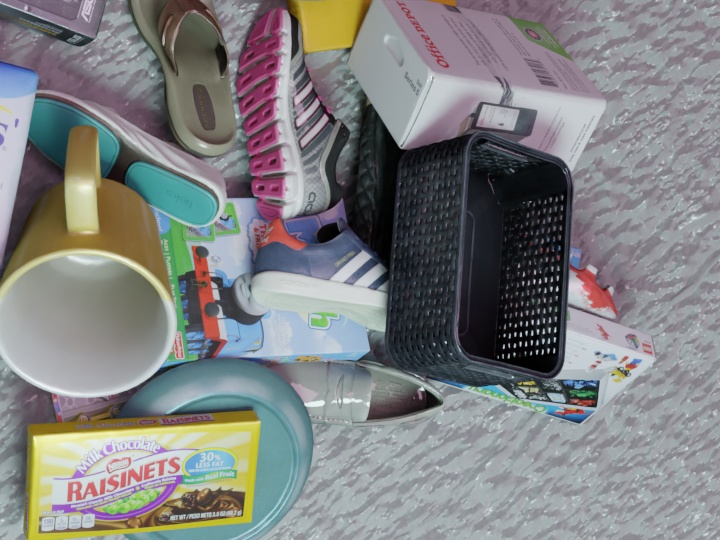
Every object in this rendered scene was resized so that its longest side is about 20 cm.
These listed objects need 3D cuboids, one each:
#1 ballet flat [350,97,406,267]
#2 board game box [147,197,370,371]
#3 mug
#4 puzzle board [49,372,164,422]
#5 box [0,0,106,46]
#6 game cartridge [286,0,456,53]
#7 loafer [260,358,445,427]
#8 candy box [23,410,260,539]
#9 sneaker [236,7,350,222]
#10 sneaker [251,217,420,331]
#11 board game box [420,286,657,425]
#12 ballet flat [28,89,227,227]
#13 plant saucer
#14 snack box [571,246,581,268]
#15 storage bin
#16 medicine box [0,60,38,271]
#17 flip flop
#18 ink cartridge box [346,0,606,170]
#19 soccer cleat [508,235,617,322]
[{"bbox_3d":[0.007,-0.080,1.613,0.066,0.056,0.202,21,72,-58],"label":"ballet flat"},{"bbox_3d":[-0.097,0.010,1.541,0.198,0.037,0.153,-2,72,-28],"label":"board game box"},{"bbox_3d":[-0.216,-0.012,1.416,0.149,0.154,0.187,27,120,-22],"label":"mug"},{"bbox_3d":[-0.176,0.125,1.533,0.199,0.017,0.152,-14,96,-27],"label":"puzzle board"},{"bbox_3d":[-0.279,-0.314,1.467,0.157,0.048,0.202,18,81,-25],"label":"box"},{"bbox_3d":[0.003,-0.316,1.625,0.175,0.032,0.202,-11,97,-27],"label":"game cartridge"},{"bbox_3d":[-0.013,0.110,1.582,0.199,0.070,0.071,5,82,-30],"label":"loafer"},{"bbox_3d":[-0.185,0.175,1.455,0.198,0.026,0.103,-2,111,-21],"label":"candy box"},{"bbox_3d":[-0.056,-0.139,1.563,0.087,0.074,0.202,4,74,-37],"label":"sneaker"},{"bbox_3d":[0.000,0.000,1.529,0.199,0.075,0.085,13,69,-25],"label":"sneaker"},{"bbox_3d":[0.170,0.083,1.654,0.199,0.126,0.035,18,46,-26],"label":"board game box"},{"bbox_3d":[-0.206,-0.104,1.492,0.199,0.069,0.070,28,77,-10],"label":"ballet flat"},{"bbox_3d":[-0.132,0.174,1.506,0.198,0.027,0.202,-8,116,-18],"label":"plant saucer"},{"bbox_3d":[0.118,0.007,1.674,0.199,0.037,0.117,18,81,-26],"label":"snack box"},{"bbox_3d":[0.105,-0.007,1.494,0.134,0.093,0.202,15,74,-38],"label":"storage bin"},{"bbox_3d":[-0.377,-0.083,1.384,0.181,0.103,0.202,13,84,-27],"label":"medicine box"},{"bbox_3d":[-0.150,-0.199,1.510,0.080,0.058,0.202,-6,72,-28],"label":"flip flop"},{"bbox_3d":[0.106,-0.176,1.595,0.199,0.146,0.084,5,126,-31],"label":"ink cartridge box"},{"bbox_3d":[0.159,0.008,1.641,0.199,0.069,0.086,34,83,-20],"label":"soccer cleat"}]
